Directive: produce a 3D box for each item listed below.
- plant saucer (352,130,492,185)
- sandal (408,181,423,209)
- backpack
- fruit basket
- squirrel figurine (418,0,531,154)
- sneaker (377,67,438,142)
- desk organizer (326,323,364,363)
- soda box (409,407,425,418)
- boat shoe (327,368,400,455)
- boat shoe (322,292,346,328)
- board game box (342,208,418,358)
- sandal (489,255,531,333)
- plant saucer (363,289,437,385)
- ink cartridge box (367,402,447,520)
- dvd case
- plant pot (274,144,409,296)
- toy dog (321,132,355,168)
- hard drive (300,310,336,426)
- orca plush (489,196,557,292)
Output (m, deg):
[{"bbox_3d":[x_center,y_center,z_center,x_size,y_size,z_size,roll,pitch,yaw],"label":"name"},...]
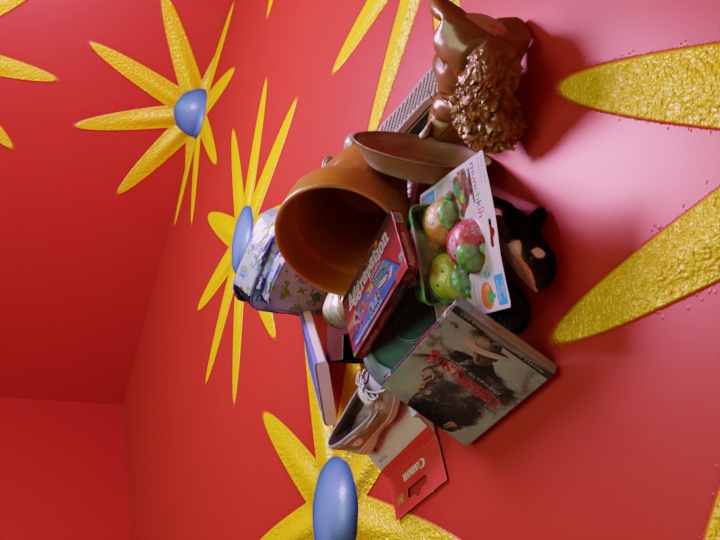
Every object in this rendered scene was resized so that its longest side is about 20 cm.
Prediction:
[{"bbox_3d":[0.084,-0.156,1.059,0.200,0.199,0.036,-132,48,-59],"label":"plant saucer"},{"bbox_3d":[0.076,-0.142,1.249,0.082,0.050,0.204,8,83,49],"label":"sandal"},{"bbox_3d":[-0.134,-0.012,1.496,0.147,0.182,0.201,24,98,48],"label":"backpack"},{"bbox_3d":[0.118,-0.031,0.939,0.200,0.093,0.186,145,117,-75],"label":"fruit basket"},{"bbox_3d":[0.148,-0.241,1.031,0.201,0.141,0.187,-104,28,-45],"label":"squirrel figurine"},{"bbox_3d":[0.118,-0.254,1.174,0.200,0.079,0.079,-44,33,14],"label":"sneaker"},{"bbox_3d":[0.012,0.113,1.268,0.200,0.071,0.077,-20,67,62],"label":"desk organizer"},{"bbox_3d":[0.093,0.116,1.103,0.068,0.063,0.201,-59,34,39],"label":"soda box"},{"bbox_3d":[0.008,0.207,1.138,0.075,0.064,0.203,-109,33,-43],"label":"boat shoe"},{"bbox_3d":[0.000,0.000,1.234,0.066,0.074,0.201,-21,48,54],"label":"boat shoe"},{"bbox_3d":[0.023,0.022,1.028,0.200,0.019,0.103,118,150,-44],"label":"board game box"},{"bbox_3d":[0.171,0.005,1.012,0.200,0.045,0.075,56,139,36],"label":"sandal"},{"bbox_3d":[0.081,0.076,1.060,0.199,0.027,0.201,-19,51,26],"label":"plant saucer"},{"bbox_3d":[0.055,0.258,1.155,0.161,0.050,0.201,125,147,-43],"label":"ink cartridge box"},{"bbox_3d":[0.129,0.133,0.946,0.200,0.146,0.022,-53,2,43],"label":"dvd case"},{"bbox_3d":[-0.007,-0.094,1.135,0.200,0.199,0.184,-56,8,41],"label":"plant pot"},{"bbox_3d":[0.010,-0.129,1.317,0.132,0.096,0.201,-54,-34,-45],"label":"toy dog"},{"bbox_3d":[-0.080,0.178,1.402,0.200,0.025,0.133,-117,18,-64],"label":"hard drive"},{"bbox_3d":[0.206,-0.052,0.956,0.106,0.071,0.200,60,-178,-26],"label":"orca plush"}]
